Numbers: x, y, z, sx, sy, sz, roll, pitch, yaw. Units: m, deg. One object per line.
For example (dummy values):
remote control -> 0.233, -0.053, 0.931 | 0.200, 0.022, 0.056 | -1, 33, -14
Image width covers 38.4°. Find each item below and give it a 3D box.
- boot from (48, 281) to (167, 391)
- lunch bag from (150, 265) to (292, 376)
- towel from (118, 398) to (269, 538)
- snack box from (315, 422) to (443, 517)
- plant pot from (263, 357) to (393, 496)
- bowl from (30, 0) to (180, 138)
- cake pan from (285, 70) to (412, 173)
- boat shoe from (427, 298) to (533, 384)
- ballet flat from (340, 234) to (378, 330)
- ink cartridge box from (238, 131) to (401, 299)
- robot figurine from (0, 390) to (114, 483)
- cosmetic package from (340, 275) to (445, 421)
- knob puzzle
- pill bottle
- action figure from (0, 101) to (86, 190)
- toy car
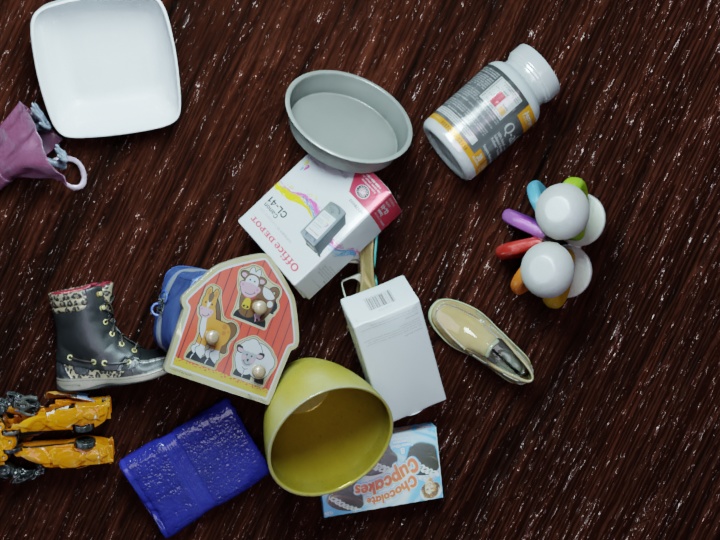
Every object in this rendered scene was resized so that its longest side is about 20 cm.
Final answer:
boot -> -0.370, 0.093, 1.555 | 0.196, 0.073, 0.154 | -9, 97, -2
lunch bag -> -0.214, 0.073, 1.533 | 0.197, 0.132, 0.139 | 15, 89, -30
towel -> -0.256, 0.303, 1.608 | 0.198, 0.050, 0.149 | -30, 107, -5
snack box -> 0.029, 0.318, 1.654 | 0.196, 0.037, 0.119 | -8, 98, -8
plant pot -> -0.067, 0.216, 1.561 | 0.196, 0.142, 0.203 | -12, 125, -18
bowl -> -0.362, -0.303, 1.486 | 0.196, 0.075, 0.203 | -9, 120, -7
cake pan -> -0.020, -0.217, 1.527 | 0.197, 0.202, 0.037 | 16, 134, -10
boat shoe -> 0.197, 0.112, 1.636 | 0.198, 0.076, 0.072 | 32, 91, -10
ballet flat -> 0.000, 0.000, 1.600 | 0.062, 0.069, 0.204 | -3, 96, -3
ink cartridge box -> -0.060, -0.082, 1.545 | 0.200, 0.086, 0.148 | -43, 69, -3
robot figurine -> -0.472, 0.245, 1.555 | 0.196, 0.058, 0.148 | -1, 107, -9
cosmetic package -> 0.052, 0.124, 1.579 | 0.111, 0.081, 0.203 | -20, 124, -7
knob puzzle -> -0.166, 0.073, 1.467 | 0.216, 0.030, 0.225 | -4, 97, -29
pill bottle -> 0.201, -0.244, 1.579 | 0.199, 0.116, 0.117 | -41, 100, -2
action figure -> -0.525, -0.152, 1.507 | 0.198, 0.135, 0.149 | -32, 143, 9
toy car -> 0.286, -0.051, 1.607 | 0.148, 0.174, 0.204 | 16, 95, 27
